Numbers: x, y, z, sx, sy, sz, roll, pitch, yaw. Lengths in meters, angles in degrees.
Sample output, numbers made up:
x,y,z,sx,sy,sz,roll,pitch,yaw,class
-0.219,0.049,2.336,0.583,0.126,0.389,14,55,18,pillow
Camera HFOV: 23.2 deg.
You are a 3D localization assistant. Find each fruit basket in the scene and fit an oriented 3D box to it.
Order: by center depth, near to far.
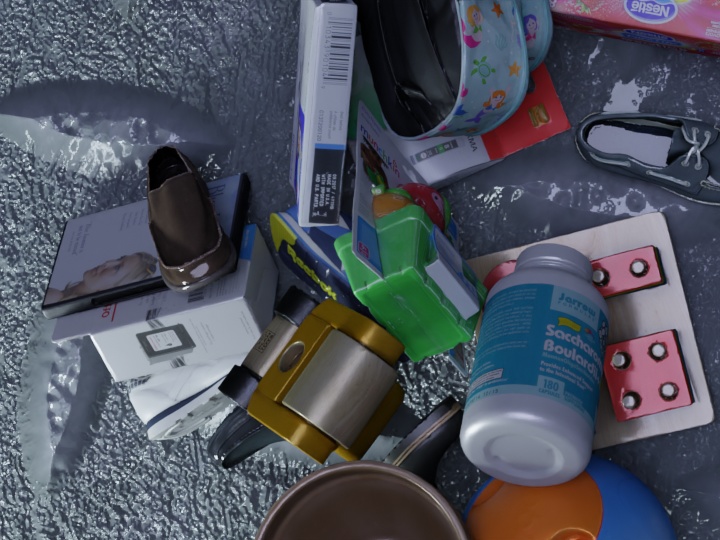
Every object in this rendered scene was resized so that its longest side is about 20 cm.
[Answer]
x,y,z,sx,sy,sz,roll,pitch,yaw,class
0.051,-0.031,1.551,0.094,0.185,0.200,-19,41,26,fruit basket

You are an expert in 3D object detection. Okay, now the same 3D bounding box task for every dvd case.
x,y,z,sx,sy,sz,roll,pitch,yaw,class
-0.206,-0.024,1.700,0.200,0.143,0.018,-14,126,14,dvd case

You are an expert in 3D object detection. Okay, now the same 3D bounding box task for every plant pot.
x,y,z,sx,sy,sz,roll,pitch,yaw,class
0.009,0.269,1.505,0.201,0.093,0.201,-4,75,15,plant pot

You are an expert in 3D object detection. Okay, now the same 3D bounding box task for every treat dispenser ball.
x,y,z,sx,sy,sz,roll,pitch,yaw,class
0.179,0.259,1.537,0.201,0.201,0.201,-1,87,15,treat dispenser ball

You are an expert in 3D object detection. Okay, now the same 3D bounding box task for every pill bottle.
x,y,z,sx,sy,sz,roll,pitch,yaw,class
0.153,0.075,1.495,0.111,0.111,0.200,2,52,15,pill bottle

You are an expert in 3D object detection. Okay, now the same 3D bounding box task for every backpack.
x,y,z,sx,sy,sz,roll,pitch,yaw,class
0.080,-0.217,1.568,0.150,0.177,0.200,-2,77,-29,backpack

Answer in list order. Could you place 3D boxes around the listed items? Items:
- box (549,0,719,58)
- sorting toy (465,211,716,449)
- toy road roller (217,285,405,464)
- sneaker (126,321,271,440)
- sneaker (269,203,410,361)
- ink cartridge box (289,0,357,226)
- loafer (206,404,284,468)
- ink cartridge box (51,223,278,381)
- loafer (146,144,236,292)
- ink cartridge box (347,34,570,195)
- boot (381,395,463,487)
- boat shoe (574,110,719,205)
x,y,z,sx,sy,sz,roll,pitch,yaw,class
0.274,-0.255,1.587,0.200,0.100,0.096,13,91,15,box
0.203,0.064,1.607,0.198,0.070,0.200,-15,84,14,sorting toy
-0.017,0.109,1.553,0.146,0.200,0.123,38,83,-27,toy road roller
-0.138,0.087,1.701,0.200,0.076,0.081,-31,71,10,sneaker
0.000,0.000,1.650,0.082,0.074,0.200,-31,65,-25,sneaker
-0.036,-0.156,1.609,0.043,0.200,0.198,3,104,-7,ink cartridge box
-0.058,0.133,1.675,0.200,0.068,0.070,-36,71,7,loafer
-0.186,0.035,1.686,0.200,0.116,0.067,-13,127,15,ink cartridge box
-0.172,-0.051,1.636,0.073,0.071,0.200,-26,36,-2,loafer
0.076,-0.168,1.665,0.200,0.050,0.161,-23,82,15,ink cartridge box
0.069,0.230,1.641,0.138,0.077,0.200,40,111,9,boot
0.291,-0.105,1.595,0.200,0.062,0.073,14,91,15,boat shoe
